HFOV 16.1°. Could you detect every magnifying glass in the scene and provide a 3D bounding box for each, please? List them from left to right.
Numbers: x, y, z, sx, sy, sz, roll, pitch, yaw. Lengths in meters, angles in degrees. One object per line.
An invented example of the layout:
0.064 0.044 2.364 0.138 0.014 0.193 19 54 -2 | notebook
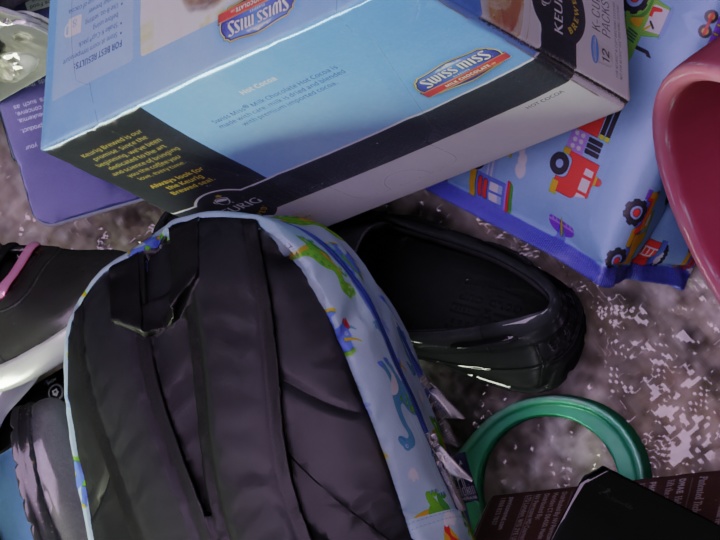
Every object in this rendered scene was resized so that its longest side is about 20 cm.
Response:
0.034 0.117 1.116 0.200 0.022 0.080 -26 82 18 | magnifying glass

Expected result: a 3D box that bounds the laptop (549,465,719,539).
0.121 0.197 1.023 0.177 0.200 0.103 28 56 0 | laptop

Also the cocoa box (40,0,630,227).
-0.013 -0.111 1.007 0.200 0.131 0.134 -21 58 38 | cocoa box

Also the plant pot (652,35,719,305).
0.238 -0.038 0.952 0.179 0.200 0.200 -34 77 -14 | plant pot

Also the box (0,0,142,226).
-0.116 -0.129 1.136 0.121 0.032 0.200 -16 89 -4 | box

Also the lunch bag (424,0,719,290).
0.068 -0.101 1.078 0.200 0.094 0.151 28 102 27 | lunch bag

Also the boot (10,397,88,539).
-0.057 0.123 1.098 0.132 0.070 0.200 -26 101 8 | boot

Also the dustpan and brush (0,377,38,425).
-0.197 0.096 1.158 0.140 0.057 0.200 35 101 43 | dustpan and brush

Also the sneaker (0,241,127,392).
-0.189 0.000 1.123 0.200 0.071 0.099 -13 118 34 | sneaker

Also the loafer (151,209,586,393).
0.000 0.000 1.095 0.200 0.070 0.068 14 69 18 | loafer

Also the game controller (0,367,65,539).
-0.119 0.093 1.159 0.200 0.042 0.104 -31 80 16 | game controller

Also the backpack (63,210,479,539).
-0.038 0.074 1.003 0.163 0.154 0.200 -26 89 26 | backpack

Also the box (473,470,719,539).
0.149 0.137 1.031 0.200 0.075 0.100 -7 113 20 | box

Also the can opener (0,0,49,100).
-0.195 -0.089 1.124 0.200 0.053 0.067 -21 55 45 | can opener
